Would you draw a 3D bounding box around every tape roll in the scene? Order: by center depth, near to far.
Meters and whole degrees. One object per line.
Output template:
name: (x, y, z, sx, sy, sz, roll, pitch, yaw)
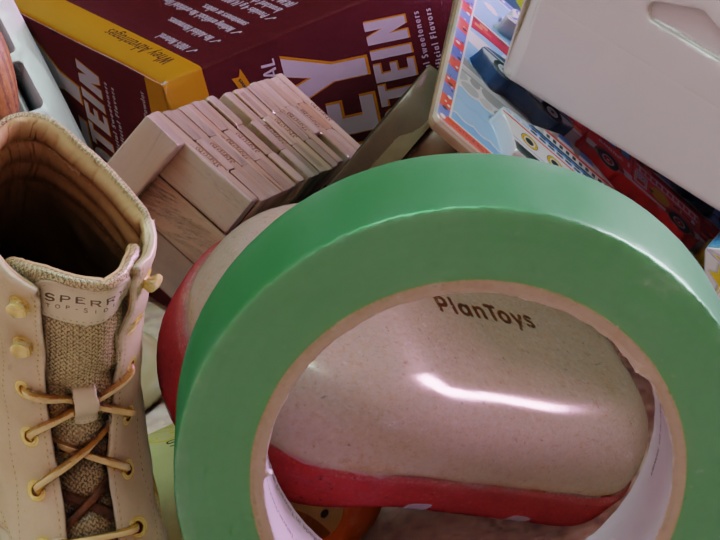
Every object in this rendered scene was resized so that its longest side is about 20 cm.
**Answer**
tape roll: (0.036, 0.060, 0.985, 0.199, 0.201, 0.048, -10, 25, 3)

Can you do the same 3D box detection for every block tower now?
block tower: (-0.055, -0.036, 1.182, 0.054, 0.058, 0.200, -50, -6, 15)

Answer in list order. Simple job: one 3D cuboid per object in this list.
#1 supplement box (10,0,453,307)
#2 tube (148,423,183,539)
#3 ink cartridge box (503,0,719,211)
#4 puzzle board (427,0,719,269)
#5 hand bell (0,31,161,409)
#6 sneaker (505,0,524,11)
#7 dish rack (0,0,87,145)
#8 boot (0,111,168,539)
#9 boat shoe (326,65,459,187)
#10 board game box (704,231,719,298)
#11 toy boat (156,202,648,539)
supplement box: (-0.045, -0.089, 1.403, 0.199, 0.133, 0.197, -24, 29, -24)
tube: (-0.067, 0.081, 1.166, 0.199, 0.052, 0.058, -25, 63, -32)
ink cartridge box: (0.174, -0.097, 1.179, 0.144, 0.085, 0.200, 34, 29, 24)
puzzle board: (0.113, -0.033, 1.184, 0.017, 0.200, 0.151, -45, 14, 24)
hand bell: (-0.153, -0.034, 1.259, 0.104, 0.201, 0.104, -10, 25, 4)
sneaker: (0.132, -0.106, 1.341, 0.200, 0.082, 0.074, 13, 40, -53)
dish rack: (-0.242, -0.066, 1.335, 0.199, 0.044, 0.172, -18, 66, -25)
boot: (-0.101, 0.059, 1.035, 0.072, 0.156, 0.201, -8, 54, -20)
boat shoe: (0.000, 0.000, 1.212, 0.072, 0.068, 0.200, -52, 2, -42)
board game box: (0.227, -0.013, 1.177, 0.134, 0.034, 0.200, 6, 17, 19)
toy boat: (0.004, 0.058, 1.107, 0.199, 0.131, 0.131, 11, 39, -41)
